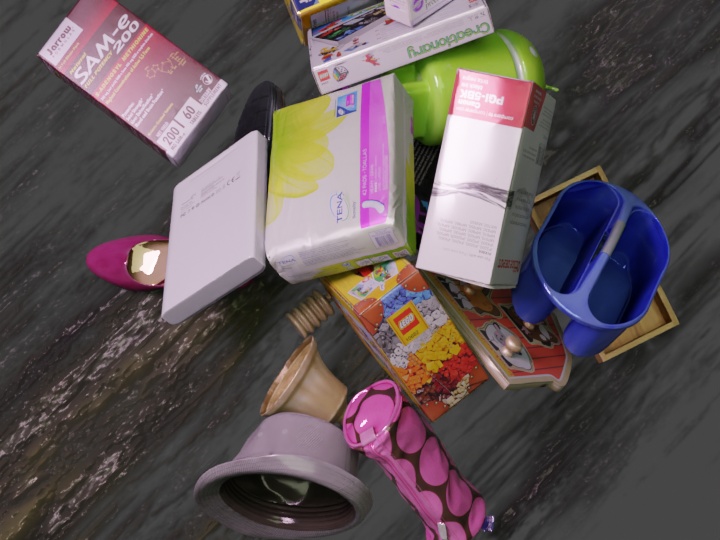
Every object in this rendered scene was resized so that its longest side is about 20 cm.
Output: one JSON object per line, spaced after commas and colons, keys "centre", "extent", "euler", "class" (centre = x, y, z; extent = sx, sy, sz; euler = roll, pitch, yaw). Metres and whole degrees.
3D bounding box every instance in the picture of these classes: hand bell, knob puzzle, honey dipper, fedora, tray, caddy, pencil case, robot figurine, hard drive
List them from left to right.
{"centre": [-0.154, -0.048, 1.463], "extent": [0.131, 0.201, 0.027], "euler": [-32, 128, 25], "class": "hard drive"}
{"centre": [-0.076, 0.215, 1.469], "extent": [0.176, 0.199, 0.091], "euler": [38, 48, -34], "class": "fedora"}
{"centre": [-0.002, 0.171, 1.518], "extent": [0.199, 0.104, 0.105], "euler": [34, 83, -9], "class": "hand bell"}
{"centre": [0.000, 0.000, 1.555], "extent": [0.200, 0.038, 0.038], "euler": [-41, 85, -10], "class": "honey dipper"}
{"centre": [0.059, 0.214, 1.451], "extent": [0.090, 0.094, 0.201], "euler": [-19, 122, 34], "class": "pencil case"}
{"centre": [0.120, -0.206, 1.528], "extent": [0.198, 0.117, 0.176], "euler": [-12, 45, -19], "class": "robot figurine"}
{"centre": [0.163, 0.048, 1.479], "extent": [0.219, 0.220, 0.031], "euler": [40, 116, 4], "class": "knob puzzle"}
{"centre": [0.248, -0.008, 1.451], "extent": [0.141, 0.105, 0.201], "euler": [33, 51, 1], "class": "caddy"}
{"centre": [0.273, -0.007, 1.556], "extent": [0.098, 0.037, 0.202], "euler": [-25, 83, -4], "class": "tray"}

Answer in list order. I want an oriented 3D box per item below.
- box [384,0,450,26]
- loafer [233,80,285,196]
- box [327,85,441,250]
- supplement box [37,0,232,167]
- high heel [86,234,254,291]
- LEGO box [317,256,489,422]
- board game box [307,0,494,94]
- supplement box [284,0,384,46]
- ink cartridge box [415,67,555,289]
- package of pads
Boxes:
{"centre": [0.107, -0.329, 1.472], "extent": [0.199, 0.039, 0.041], "euler": [-38, 46, -28], "class": "box"}
{"centre": [-0.100, -0.116, 1.559], "extent": [0.072, 0.072, 0.203], "euler": [12, 73, -37], "class": "loafer"}
{"centre": [0.029, -0.114, 1.540], "extent": [0.198, 0.036, 0.144], "euler": [26, 56, 4], "class": "box"}
{"centre": [-0.258, -0.224, 1.565], "extent": [0.199, 0.061, 0.109], "euler": [36, 84, 5], "class": "supplement box"}
{"centre": [-0.213, -0.012, 1.520], "extent": [0.197, 0.096, 0.068], "euler": [1, 82, -1], "class": "high heel"}
{"centre": [0.036, 0.050, 1.442], "extent": [0.077, 0.200, 0.150], "euler": [-36, 113, -5], "class": "LEGO box"}
{"centre": [0.041, -0.262, 1.490], "extent": [0.198, 0.127, 0.035], "euler": [-19, 119, 6], "class": "board game box"}
{"centre": [0.002, -0.358, 1.560], "extent": [0.198, 0.109, 0.111], "euler": [-23, 82, -3], "class": "supplement box"}
{"centre": [0.128, -0.089, 1.370], "extent": [0.082, 0.147, 0.203], "euler": [13, 93, 16], "class": "ink cartridge box"}
{"centre": [-0.023, -0.094, 1.414], "extent": [0.153, 0.068, 0.202], "euler": [-15, 55, 22], "class": "package of pads"}
